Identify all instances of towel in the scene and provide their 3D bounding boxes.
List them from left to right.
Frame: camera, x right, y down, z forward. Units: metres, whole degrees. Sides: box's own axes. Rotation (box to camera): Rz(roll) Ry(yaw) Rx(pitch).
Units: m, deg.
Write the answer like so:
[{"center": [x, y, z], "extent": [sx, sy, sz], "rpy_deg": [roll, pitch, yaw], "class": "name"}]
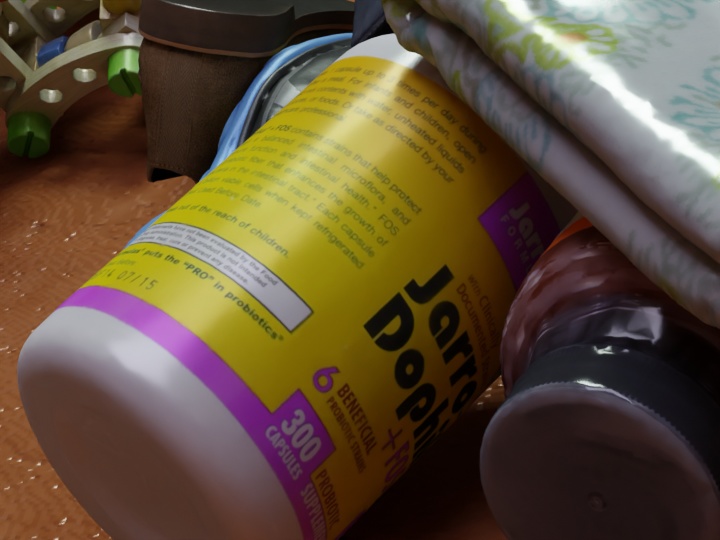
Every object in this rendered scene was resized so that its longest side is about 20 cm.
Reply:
[{"center": [0.121, -0.064, 0.741], "extent": [0.170, 0.048, 0.200], "rpy_deg": [-17, 35, -20], "class": "towel"}]

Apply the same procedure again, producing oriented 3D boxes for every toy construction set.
[{"center": [-0.142, -0.123, 1.073], "extent": [0.130, 0.200, 0.092], "rpy_deg": [-13, 42, 21], "class": "toy construction set"}]

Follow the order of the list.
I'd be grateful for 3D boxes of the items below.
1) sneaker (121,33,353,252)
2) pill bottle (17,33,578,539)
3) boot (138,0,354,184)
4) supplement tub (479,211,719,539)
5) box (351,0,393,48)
[{"center": [-0.018, -0.015, 0.937], "extent": [0.082, 0.071, 0.200], "rpy_deg": [10, 35, 16], "class": "sneaker"}, {"center": [0.000, 0.000, 0.810], "extent": [0.104, 0.105, 0.200], "rpy_deg": [16, 51, 46], "class": "pill bottle"}, {"center": [-0.043, -0.075, 1.056], "extent": [0.073, 0.076, 0.200], "rpy_deg": [12, 13, 14], "class": "boot"}, {"center": [0.108, 0.009, 0.770], "extent": [0.106, 0.108, 0.200], "rpy_deg": [3, 31, 32], "class": "supplement tub"}, {"center": [0.080, -0.169, 0.989], "extent": [0.148, 0.104, 0.201], "rpy_deg": [-43, 32, 44], "class": "box"}]
